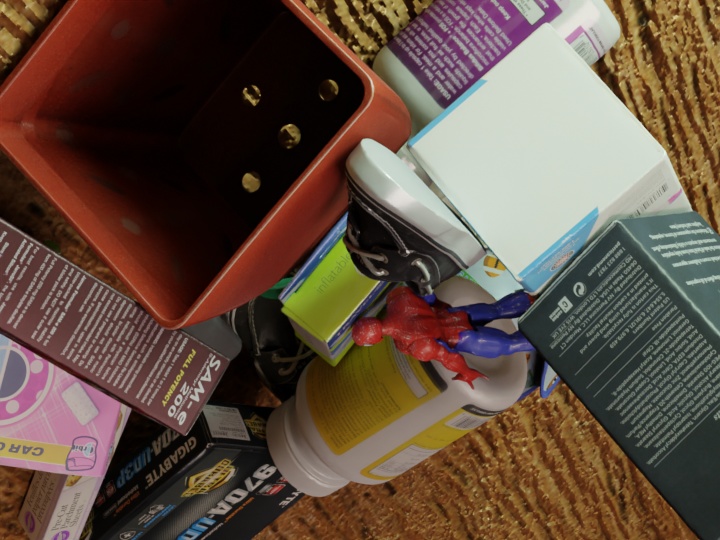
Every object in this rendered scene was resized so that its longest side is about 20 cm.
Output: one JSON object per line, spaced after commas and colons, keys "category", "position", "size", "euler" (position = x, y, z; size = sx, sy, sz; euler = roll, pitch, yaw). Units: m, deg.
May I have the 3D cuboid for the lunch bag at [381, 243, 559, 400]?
{"category": "lunch bag", "position": [0.110, 0.037, 1.780], "size": [0.200, 0.124, 0.170], "euler": [-26, 150, -15]}

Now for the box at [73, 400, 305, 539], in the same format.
{"category": "box", "position": [-0.130, 0.179, 1.733], "size": [0.159, 0.046, 0.200], "euler": [11, 137, -46]}

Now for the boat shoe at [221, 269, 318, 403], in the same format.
{"category": "boat shoe", "position": [-0.057, 0.054, 1.692], "size": [0.071, 0.064, 0.200], "euler": [-35, 148, -8]}

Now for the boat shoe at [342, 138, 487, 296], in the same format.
{"category": "boat shoe", "position": [0.022, -0.024, 1.340], "size": [0.068, 0.072, 0.200], "euler": [-43, 162, 4]}

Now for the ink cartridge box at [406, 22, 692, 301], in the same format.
{"category": "ink cartridge box", "position": [0.135, -0.058, 1.474], "size": [0.128, 0.125, 0.200], "euler": [-41, 162, 3]}

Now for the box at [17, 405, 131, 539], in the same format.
{"category": "box", "position": [-0.215, 0.134, 1.649], "size": [0.041, 0.039, 0.200], "euler": [-7, 136, -39]}

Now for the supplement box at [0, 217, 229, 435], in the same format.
{"category": "supplement box", "position": [-0.191, 0.024, 1.332], "size": [0.200, 0.109, 0.061], "euler": [33, 83, -29]}

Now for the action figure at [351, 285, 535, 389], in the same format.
{"category": "action figure", "position": [0.073, 0.043, 1.517], "size": [0.200, 0.066, 0.052], "euler": [4, 146, -41]}

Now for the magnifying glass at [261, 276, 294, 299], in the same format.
{"category": "magnifying glass", "position": [-0.014, -0.058, 1.601], "size": [0.200, 0.080, 0.022], "euler": [-44, 146, -13]}

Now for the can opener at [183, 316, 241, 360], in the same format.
{"category": "can opener", "position": [-0.131, 0.009, 1.570], "size": [0.066, 0.053, 0.200], "euler": [-37, 149, -6]}

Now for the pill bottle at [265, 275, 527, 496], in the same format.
{"category": "pill bottle", "position": [0.022, 0.095, 1.629], "size": [0.200, 0.112, 0.112], "euler": [-34, 155, 34]}

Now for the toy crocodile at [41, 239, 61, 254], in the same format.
{"category": "toy crocodile", "position": [-0.223, 0.056, 1.522], "size": [0.067, 0.062, 0.200], "euler": [-23, 144, -25]}

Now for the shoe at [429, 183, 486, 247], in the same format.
{"category": "shoe", "position": [0.106, -0.052, 1.697], "size": [0.199, 0.053, 0.070], "euler": [-13, 148, -7]}

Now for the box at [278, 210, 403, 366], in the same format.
{"category": "box", "position": [0.000, 0.000, 1.502], "size": [0.122, 0.048, 0.200], "euler": [-51, 175, -5]}

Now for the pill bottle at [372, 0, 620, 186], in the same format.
{"category": "pill bottle", "position": [0.080, -0.145, 1.545], "size": [0.200, 0.112, 0.112], "euler": [-41, 148, 3]}

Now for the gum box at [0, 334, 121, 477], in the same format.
{"category": "gum box", "position": [-0.246, 0.064, 1.415], "size": [0.200, 0.066, 0.114], "euler": [11, 99, -30]}

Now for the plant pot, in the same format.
{"category": "plant pot", "position": [-0.083, -0.096, 1.377], "size": [0.200, 0.200, 0.176], "euler": [-49, 161, 14]}

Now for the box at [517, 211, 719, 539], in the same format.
{"category": "box", "position": [0.229, 0.068, 1.431], "size": [0.107, 0.200, 0.148], "euler": [-48, 160, 23]}
